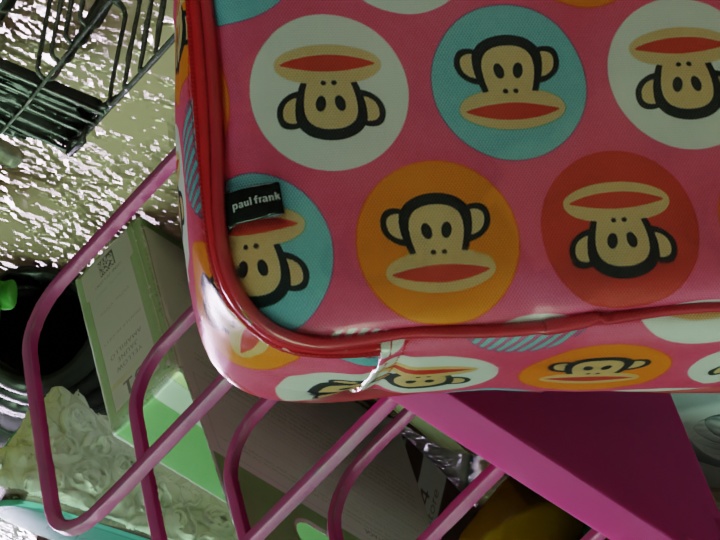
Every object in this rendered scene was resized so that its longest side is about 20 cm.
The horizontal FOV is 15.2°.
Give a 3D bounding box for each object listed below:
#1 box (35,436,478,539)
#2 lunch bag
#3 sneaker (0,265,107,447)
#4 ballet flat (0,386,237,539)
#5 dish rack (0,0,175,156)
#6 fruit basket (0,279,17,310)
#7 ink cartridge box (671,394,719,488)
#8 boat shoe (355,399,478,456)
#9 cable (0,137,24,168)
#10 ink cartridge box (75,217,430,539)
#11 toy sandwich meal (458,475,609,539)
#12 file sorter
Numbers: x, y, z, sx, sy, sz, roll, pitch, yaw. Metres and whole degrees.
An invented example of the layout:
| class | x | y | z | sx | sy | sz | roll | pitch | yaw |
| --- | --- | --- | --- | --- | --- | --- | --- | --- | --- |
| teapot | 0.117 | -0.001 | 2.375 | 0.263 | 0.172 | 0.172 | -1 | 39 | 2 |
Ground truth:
| class | x | y | z | sx | sy | sz | roll | pitch | yaw |
| --- | --- | --- | --- | --- | --- | --- | --- | --- | --- |
| box | -0.044 | 0.187 | 1.282 | 0.199 | 0.167 | 0.164 | -2 | 148 | 31 |
| lunch bag | 0.046 | -0.055 | 0.762 | 0.199 | 0.177 | 0.082 | -3 | 162 | -10 |
| sneaker | -0.172 | 0.042 | 1.182 | 0.199 | 0.071 | 0.099 | -4 | 147 | 23 |
| ballet flat | -0.057 | 0.105 | 1.119 | 0.199 | 0.072 | 0.072 | 28 | 151 | -18 |
| dish rack | -0.123 | -0.107 | 0.880 | 0.153 | 0.055 | 0.200 | 24 | 154 | -15 |
| fruit basket | -0.247 | 0.014 | 1.067 | 0.215 | 0.156 | 0.216 | 34 | 164 | 11 |
| ink cartridge box | 0.166 | 0.030 | 1.008 | 0.199 | 0.041 | 0.200 | 3 | 152 | 22 |
| boat shoe | -0.003 | 0.005 | 1.015 | 0.075 | 0.075 | 0.203 | 16 | 152 | 32 |
| cable | -0.216 | -0.087 | 0.996 | 0.200 | 0.050 | 0.097 | 36 | -177 | -10 |
| ink cartridge box | -0.031 | 0.080 | 1.052 | 0.048 | 0.200 | 0.145 | -43 | 125 | 18 |
| toy sandwich meal | 0.122 | 0.142 | 1.096 | 0.205 | 0.070 | 0.205 | 35 | 172 | 5 |
| file sorter | 0.002 | 0.055 | 0.895 | 0.200 | 0.139 | 0.125 | 34 | 112 | -29 |
